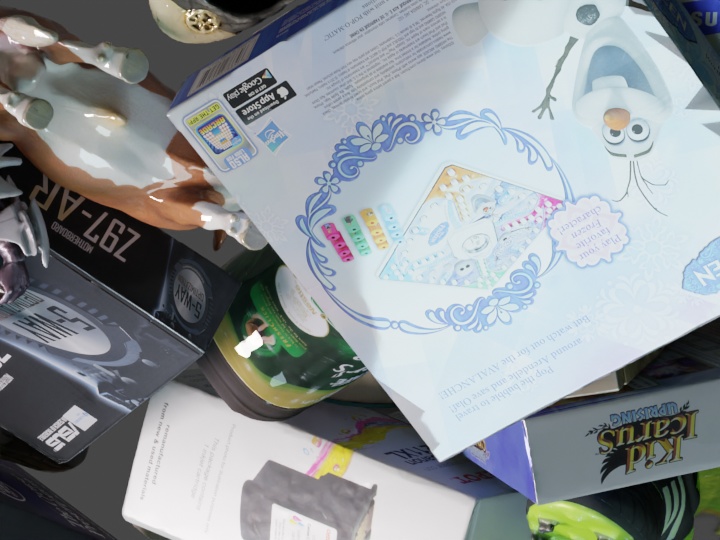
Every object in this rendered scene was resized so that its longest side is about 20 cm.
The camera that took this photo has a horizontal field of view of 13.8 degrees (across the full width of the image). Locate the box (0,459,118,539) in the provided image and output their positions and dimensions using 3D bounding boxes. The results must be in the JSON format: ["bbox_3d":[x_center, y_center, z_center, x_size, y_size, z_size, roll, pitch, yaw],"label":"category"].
[{"bbox_3d":[-0.236,0.128,1.608,0.141,0.079,0.200,25,-177,-43],"label":"box"}]

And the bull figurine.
[{"bbox_3d":[-0.098,-0.058,1.313,0.200,0.065,0.121,24,175,-28],"label":"bull figurine"}]

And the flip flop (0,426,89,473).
[{"bbox_3d":[-0.214,0.058,1.591,0.057,0.081,0.200,0,162,29],"label":"flip flop"}]

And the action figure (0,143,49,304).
[{"bbox_3d":[-0.203,-0.003,1.312,0.130,0.070,0.200,-1,161,-6],"label":"action figure"}]

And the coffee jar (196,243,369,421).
[{"bbox_3d":[0.000,0.000,1.413,0.104,0.085,0.200,-34,179,-38],"label":"coffee jar"}]

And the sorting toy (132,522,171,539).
[{"bbox_3d":[-0.020,0.188,1.657,0.199,0.070,0.199,12,180,-14],"label":"sorting toy"}]

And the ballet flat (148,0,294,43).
[{"bbox_3d":[-0.027,-0.136,1.189,0.066,0.057,0.200,19,149,-30],"label":"ballet flat"}]

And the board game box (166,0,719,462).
[{"bbox_3d":[0.058,-0.044,1.228,0.200,0.043,0.199,-29,109,25],"label":"board game box"}]

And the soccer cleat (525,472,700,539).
[{"bbox_3d":[0.130,0.108,1.485,0.067,0.081,0.200,15,175,18],"label":"soccer cleat"}]

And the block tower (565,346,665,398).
[{"bbox_3d":[0.109,0.019,1.390,0.058,0.054,0.200,-9,-174,19],"label":"block tower"}]

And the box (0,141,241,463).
[{"bbox_3d":[-0.167,0.010,1.435,0.160,0.044,0.200,35,150,-12],"label":"box"}]

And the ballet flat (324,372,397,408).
[{"bbox_3d":[0.055,0.036,1.546,0.199,0.070,0.070,4,154,-10],"label":"ballet flat"}]

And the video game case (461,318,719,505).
[{"bbox_3d":[0.141,0.060,1.433,0.181,0.046,0.200,-10,-173,-10],"label":"video game case"}]

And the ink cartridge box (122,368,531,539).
[{"bbox_3d":[0.003,0.117,1.539,0.199,0.083,0.146,19,-170,28],"label":"ink cartridge box"}]

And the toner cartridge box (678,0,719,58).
[{"bbox_3d":[0.197,-0.093,1.243,0.199,0.043,0.095,0,128,2],"label":"toner cartridge box"}]
